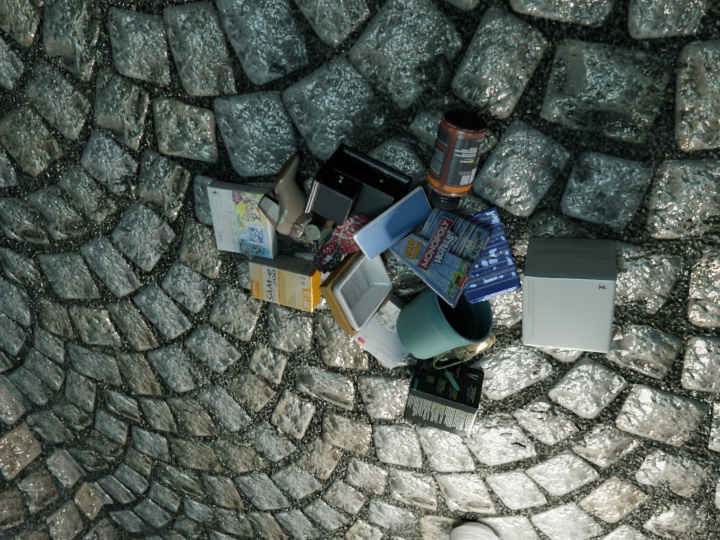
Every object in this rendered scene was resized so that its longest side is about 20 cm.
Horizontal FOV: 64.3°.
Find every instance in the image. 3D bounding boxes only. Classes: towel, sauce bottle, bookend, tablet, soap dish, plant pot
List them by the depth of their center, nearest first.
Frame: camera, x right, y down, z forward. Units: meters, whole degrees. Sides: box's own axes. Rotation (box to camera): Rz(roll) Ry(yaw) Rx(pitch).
[{"bbox_3d":[-0.003,-0.178,1.334,0.196,0.201,0.093,27,129,3],"label":"bookend"},{"bbox_3d":[0.080,-0.111,1.366,0.198,0.014,0.130,-35,147,3],"label":"tablet"},{"bbox_3d":[0.291,-0.033,1.377,0.142,0.024,0.204,-19,90,27],"label":"towel"},{"bbox_3d":[-0.081,-0.145,1.387,0.064,0.201,0.067,10,126,15],"label":"sauce bottle"},{"bbox_3d":[-0.012,0.041,1.468,0.080,0.201,0.159,0,128,42],"label":"soap dish"},{"bbox_3d":[0.205,0.125,1.476,0.200,0.202,0.196,41,136,-10],"label":"plant pot"}]

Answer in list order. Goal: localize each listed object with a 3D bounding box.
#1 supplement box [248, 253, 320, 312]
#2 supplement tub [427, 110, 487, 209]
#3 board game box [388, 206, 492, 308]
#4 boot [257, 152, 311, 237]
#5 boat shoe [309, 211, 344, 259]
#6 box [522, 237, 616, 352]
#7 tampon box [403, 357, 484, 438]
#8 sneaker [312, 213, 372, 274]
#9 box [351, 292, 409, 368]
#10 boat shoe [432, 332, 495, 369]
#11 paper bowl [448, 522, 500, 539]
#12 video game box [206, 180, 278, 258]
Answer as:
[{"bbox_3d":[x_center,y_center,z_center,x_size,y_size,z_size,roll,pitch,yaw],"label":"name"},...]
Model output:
[{"bbox_3d":[-0.216,0.029,1.640,0.195,0.074,0.128,12,126,14],"label":"supplement box"},{"bbox_3d":[0.207,-0.240,1.267,0.105,0.108,0.203,18,127,9],"label":"supplement tub"},{"bbox_3d":[0.178,-0.050,1.351,0.197,0.062,0.203,27,86,18],"label":"board game box"},{"bbox_3d":[-0.167,-0.185,1.484,0.145,0.071,0.201,33,116,-19],"label":"boot"},{"bbox_3d":[-0.092,-0.092,1.511,0.073,0.067,0.201,-19,140,7],"label":"boat shoe"},{"bbox_3d":[0.477,0.053,1.317,0.195,0.172,0.203,3,124,19],"label":"box"},{"bbox_3d":[0.238,0.355,1.633,0.196,0.151,0.128,15,127,11],"label":"tampon box"},{"bbox_3d":[-0.047,-0.079,1.425,0.080,0.075,0.199,43,123,-15],"label":"sneaker"},{"bbox_3d":[0.089,0.177,1.641,0.155,0.041,0.200,38,127,-6],"label":"box"},{"bbox_3d":[0.283,0.221,1.578,0.198,0.065,0.073,-27,110,34],"label":"boat shoe"},{"bbox_3d":[0.408,0.972,2.017,0.196,0.105,0.204,10,126,14],"label":"paper bowl"},{"bbox_3d":[-0.324,-0.140,1.586,0.178,0.047,0.204,11,126,16],"label":"video game box"}]
